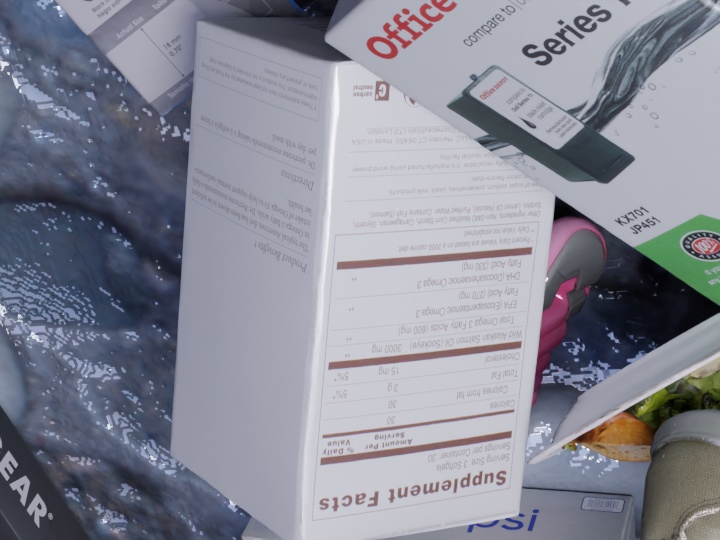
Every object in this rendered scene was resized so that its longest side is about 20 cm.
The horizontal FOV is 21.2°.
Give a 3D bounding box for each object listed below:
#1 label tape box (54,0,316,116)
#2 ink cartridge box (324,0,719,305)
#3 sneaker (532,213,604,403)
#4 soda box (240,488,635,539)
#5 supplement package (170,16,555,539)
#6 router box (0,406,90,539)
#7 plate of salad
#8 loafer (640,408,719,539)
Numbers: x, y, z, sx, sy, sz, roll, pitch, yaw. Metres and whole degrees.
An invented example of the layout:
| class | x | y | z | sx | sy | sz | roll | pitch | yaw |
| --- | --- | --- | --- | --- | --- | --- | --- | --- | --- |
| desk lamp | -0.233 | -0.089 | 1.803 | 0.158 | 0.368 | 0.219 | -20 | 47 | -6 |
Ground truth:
| class | x | y | z | sx | sy | sz | roll | pitch | yaw |
| --- | --- | --- | --- | --- | --- | --- | --- | --- | --- |
| label tape box | -0.097 | -0.187 | 0.839 | 0.144 | 0.063 | 0.200 | -33 | 107 | 31 |
| ink cartridge box | 0.108 | -0.088 | 0.698 | 0.200 | 0.083 | 0.147 | 32 | 150 | -14 |
| sneaker | 0.041 | 0.033 | 0.932 | 0.095 | 0.079 | 0.200 | 38 | 128 | 19 |
| soda box | 0.043 | 0.156 | 1.012 | 0.200 | 0.063 | 0.068 | 2 | 121 | 17 |
| supplement package | 0.000 | 0.000 | 0.814 | 0.117 | 0.117 | 0.200 | 26 | 115 | 53 |
| router box | -0.267 | 0.121 | 1.098 | 0.157 | 0.052 | 0.200 | -18 | 114 | 27 |
| plate of salad | 0.164 | 0.043 | 0.823 | 0.200 | 0.200 | 0.048 | -35 | 79 | 32 |
| loafer | 0.179 | 0.139 | 0.731 | 0.200 | 0.070 | 0.075 | 39 | 150 | -4 |
